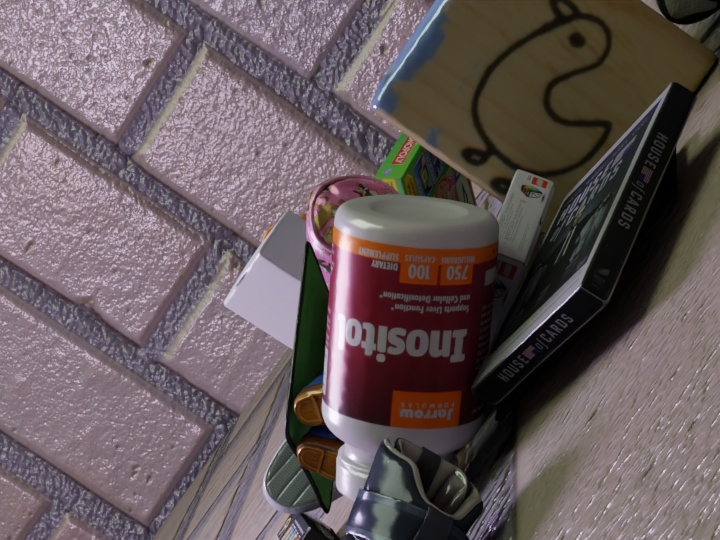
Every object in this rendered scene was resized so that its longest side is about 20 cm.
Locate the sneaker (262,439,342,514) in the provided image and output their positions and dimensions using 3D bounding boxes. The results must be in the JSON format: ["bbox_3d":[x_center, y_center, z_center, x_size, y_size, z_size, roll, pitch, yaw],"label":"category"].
[{"bbox_3d":[-0.005,0.150,1.532,0.200,0.073,0.071,-38,-17,-23],"label":"sneaker"}]

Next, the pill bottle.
[{"bbox_3d":[0.032,0.055,1.185,0.113,0.113,0.200,-74,-12,-77],"label":"pill bottle"}]

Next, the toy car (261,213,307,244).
[{"bbox_3d":[-0.006,0.000,1.825,0.177,0.200,0.184,-56,5,-4],"label":"toy car"}]

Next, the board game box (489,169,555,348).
[{"bbox_3d":[0.089,0.038,1.302,0.126,0.035,0.200,-62,-7,-57],"label":"board game box"}]

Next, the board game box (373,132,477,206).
[{"bbox_3d":[0.069,-0.037,1.560,0.135,0.029,0.200,-61,-37,-47],"label":"board game box"}]

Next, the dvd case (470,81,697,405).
[{"bbox_3d":[0.149,-0.018,1.149,0.150,0.025,0.200,-51,8,51],"label":"dvd case"}]

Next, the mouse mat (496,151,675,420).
[{"bbox_3d":[0.157,0.003,1.207,0.200,0.008,0.161,-55,4,22],"label":"mouse mat"}]

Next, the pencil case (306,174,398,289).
[{"bbox_3d":[0.000,0.000,1.459,0.200,0.086,0.083,83,-179,-60],"label":"pencil case"}]

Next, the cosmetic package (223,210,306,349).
[{"bbox_3d":[-0.020,0.040,1.672,0.102,0.200,0.074,-50,7,49],"label":"cosmetic package"}]

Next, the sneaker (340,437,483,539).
[{"bbox_3d":[0.005,0.180,1.080,0.146,0.077,0.202,-68,17,-13],"label":"sneaker"}]

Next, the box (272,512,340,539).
[{"bbox_3d":[-0.075,0.284,1.464,0.161,0.049,0.200,-58,4,-4],"label":"box"}]

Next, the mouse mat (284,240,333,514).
[{"bbox_3d":[-0.034,0.088,1.372,0.200,0.008,0.161,74,-161,-62],"label":"mouse mat"}]

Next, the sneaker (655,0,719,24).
[{"bbox_3d":[0.288,-0.256,1.357,0.200,0.076,0.088,-52,5,46],"label":"sneaker"}]

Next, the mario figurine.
[{"bbox_3d":[0.019,0.074,1.334,0.123,0.106,0.200,-52,5,34],"label":"mario figurine"}]

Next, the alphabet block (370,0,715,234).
[{"bbox_3d":[0.143,-0.161,1.412,0.195,0.200,0.196,-55,4,13],"label":"alphabet block"}]
